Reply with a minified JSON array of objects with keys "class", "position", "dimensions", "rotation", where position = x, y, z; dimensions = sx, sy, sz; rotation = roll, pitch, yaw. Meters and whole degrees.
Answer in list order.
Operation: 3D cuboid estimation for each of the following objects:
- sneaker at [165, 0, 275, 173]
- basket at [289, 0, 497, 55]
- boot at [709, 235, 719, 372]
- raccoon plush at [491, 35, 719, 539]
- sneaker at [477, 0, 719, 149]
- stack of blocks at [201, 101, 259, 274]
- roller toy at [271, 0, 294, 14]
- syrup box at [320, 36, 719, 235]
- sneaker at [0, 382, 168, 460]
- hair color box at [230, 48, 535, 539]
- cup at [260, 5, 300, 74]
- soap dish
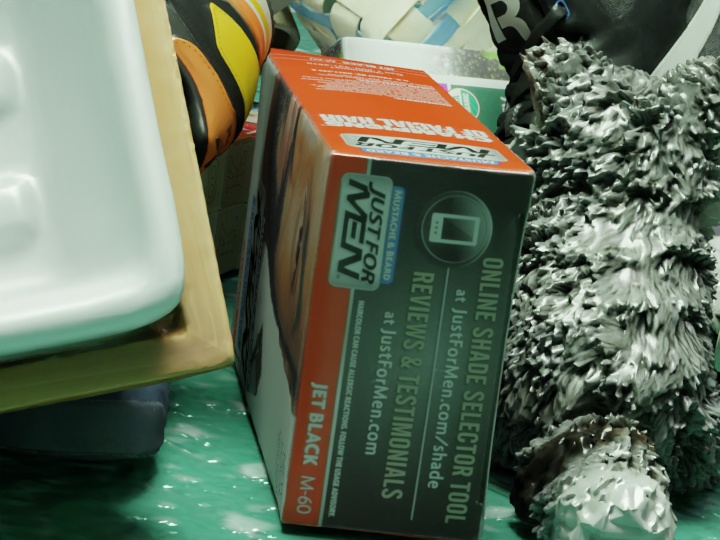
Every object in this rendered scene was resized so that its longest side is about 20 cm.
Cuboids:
[{"class":"sneaker","position":[-0.123,-0.089,0.746],"dimensions":[0.199,0.070,0.090],"rotation":[22,34,-9]},{"class":"basket","position":[0.070,-0.123,1.087],"dimensions":[0.139,0.176,0.200],"rotation":[39,-2,44]},{"class":"boot","position":[0.136,0.028,0.872],"dimensions":[0.095,0.074,0.200],"rotation":[-2,7,-5]},{"class":"raccoon plush","position":[0.091,0.003,0.754],"dimensions":[0.096,0.135,0.200],"rotation":[7,12,-14]},{"class":"sneaker","position":[0.062,-0.055,0.898],"dimensions":[0.200,0.112,0.073],"rotation":[-40,6,-30]},{"class":"stack of blocks","position":[-0.104,-0.037,0.984],"dimensions":[0.115,0.059,0.200],"rotation":[12,12,17]},{"class":"roller toy","position":[-0.093,-0.165,0.899],"dimensions":[0.182,0.200,0.140],"rotation":[32,53,30]},{"class":"syrup box","position":[0.069,-0.035,0.983],"dimensions":[0.199,0.079,0.081],"rotation":[4,-24,-25]},{"class":"sneaker","position":[-0.093,0.001,0.759],"dimensions":[0.070,0.082,0.200],"rotation":[7,13,-11]},{"class":"hair color box","position":[0.000,0.000,0.764],"dimensions":[0.064,0.111,0.200],"rotation":[6,12,-10]},{"class":"cup","position":[-0.140,-0.147,1.080],"dimensions":[0.200,0.144,0.200],"rotation":[-14,-5,-1]},{"class":"soap dish","position":[-0.128,-0.046,0.658],"dimensions":[0.157,0.201,0.081],"rotation":[-11,-21,-4]}]
